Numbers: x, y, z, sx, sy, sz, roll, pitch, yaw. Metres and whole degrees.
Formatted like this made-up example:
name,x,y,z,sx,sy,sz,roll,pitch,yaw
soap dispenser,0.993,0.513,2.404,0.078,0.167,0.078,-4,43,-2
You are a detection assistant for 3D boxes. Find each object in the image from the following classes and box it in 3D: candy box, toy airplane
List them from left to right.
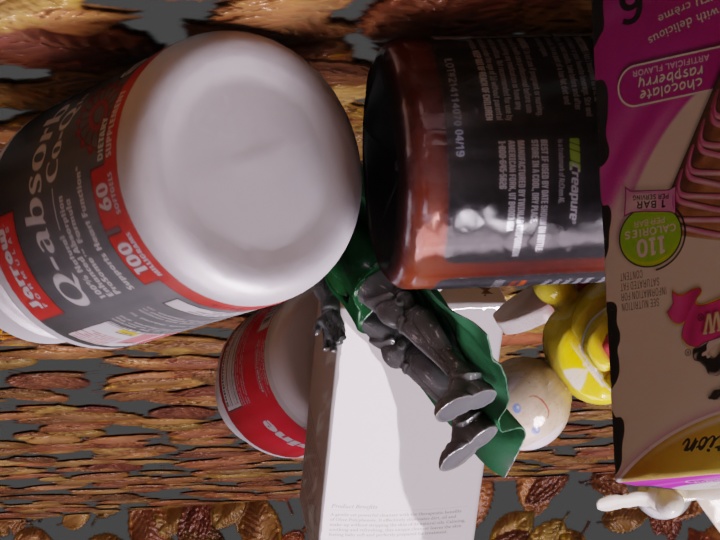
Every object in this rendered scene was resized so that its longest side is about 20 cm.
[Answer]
name,x,y,z,sx,sy,sz,roll,pitch,yaw
toy airplane,0.106,0.029,1.066,0.141,0.200,0.199,-42,151,-15
candy box,0.159,-0.024,0.807,0.136,0.201,0.061,-10,167,36

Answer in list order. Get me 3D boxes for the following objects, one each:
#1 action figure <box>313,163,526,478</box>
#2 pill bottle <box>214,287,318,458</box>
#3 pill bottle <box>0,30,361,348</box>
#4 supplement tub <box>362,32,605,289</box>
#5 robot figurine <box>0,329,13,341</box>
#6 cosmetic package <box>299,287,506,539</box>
name,x,y,z,sx,sy,sz,roll,pitch,yaw
action figure,0.000,0.000,1.013,0.055,0.200,0.118,-26,145,-16
pill bottle,-0.036,0.072,1.541,0.112,0.113,0.200,1,169,-19
pill bottle,-0.097,-0.027,0.973,0.115,0.116,0.200,5,167,-33
supplement tub,0.105,-0.047,0.926,0.199,0.108,0.107,-2,170,-9
robot figurine,-0.254,0.008,1.289,0.144,0.059,0.200,-8,168,34
cosmetic package,0.024,0.087,1.386,0.107,0.201,0.085,1,-151,-11
